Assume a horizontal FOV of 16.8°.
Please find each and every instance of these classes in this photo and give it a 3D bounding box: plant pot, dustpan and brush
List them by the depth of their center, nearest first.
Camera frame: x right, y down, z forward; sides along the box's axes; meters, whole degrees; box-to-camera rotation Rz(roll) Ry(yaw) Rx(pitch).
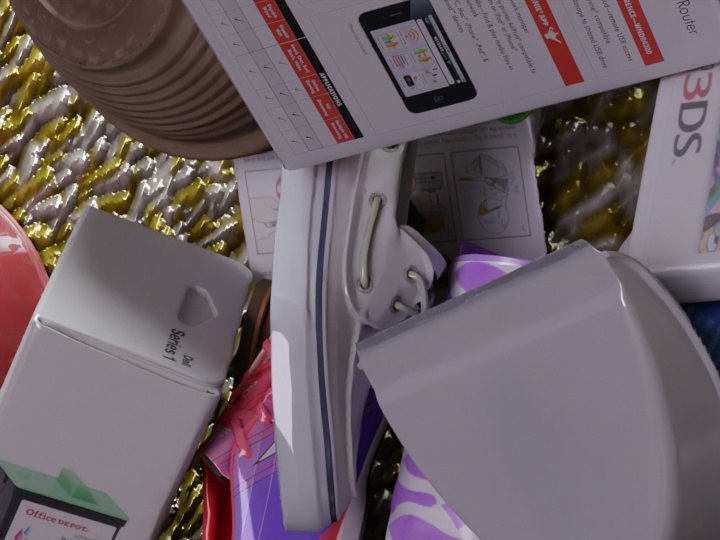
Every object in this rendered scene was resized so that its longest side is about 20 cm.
[{"bbox_3d":[0.096,0.089,0.857,0.139,0.057,0.201,-26,90,48],"label":"dustpan and brush"},{"bbox_3d":[-0.087,-0.141,1.017,0.200,0.092,0.203,10,107,35],"label":"plant pot"}]

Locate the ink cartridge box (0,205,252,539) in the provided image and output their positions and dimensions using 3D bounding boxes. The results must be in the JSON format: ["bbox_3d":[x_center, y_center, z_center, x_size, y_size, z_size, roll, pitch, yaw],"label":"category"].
[{"bbox_3d":[-0.125,0.092,1.044,0.083,0.145,0.201,23,110,-6],"label":"ink cartridge box"}]

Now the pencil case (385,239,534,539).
[{"bbox_3d":[0.047,0.092,0.949,0.085,0.084,0.202,8,77,56],"label":"pencil case"}]

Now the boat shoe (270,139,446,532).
[{"bbox_3d":[0.000,0.000,0.939,0.066,0.074,0.202,0,73,1],"label":"boat shoe"}]

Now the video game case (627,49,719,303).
[{"bbox_3d":[0.197,-0.075,0.836,0.198,0.024,0.183,-6,51,28],"label":"video game case"}]

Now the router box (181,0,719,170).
[{"bbox_3d":[0.018,-0.133,0.833,0.178,0.201,0.049,-13,47,17],"label":"router box"}]

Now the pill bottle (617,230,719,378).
[{"bbox_3d":[0.181,0.055,0.854,0.199,0.112,0.113,33,106,33],"label":"pill bottle"}]

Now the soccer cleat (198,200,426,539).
[{"bbox_3d":[-0.025,0.058,0.987,0.068,0.073,0.202,159,127,-71],"label":"soccer cleat"}]

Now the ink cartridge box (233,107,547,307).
[{"bbox_3d":[0.012,-0.080,1.046,0.161,0.057,0.202,-3,105,36],"label":"ink cartridge box"}]

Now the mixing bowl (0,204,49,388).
[{"bbox_3d":[-0.250,0.051,1.182,0.199,0.108,0.202,-3,85,36],"label":"mixing bowl"}]

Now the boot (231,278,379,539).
[{"bbox_3d":[-0.022,0.104,1.045,0.075,0.074,0.202,-1,82,9],"label":"boot"}]

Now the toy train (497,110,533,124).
[{"bbox_3d":[0.098,-0.141,0.948,0.200,0.042,0.056,-48,55,4],"label":"toy train"}]
